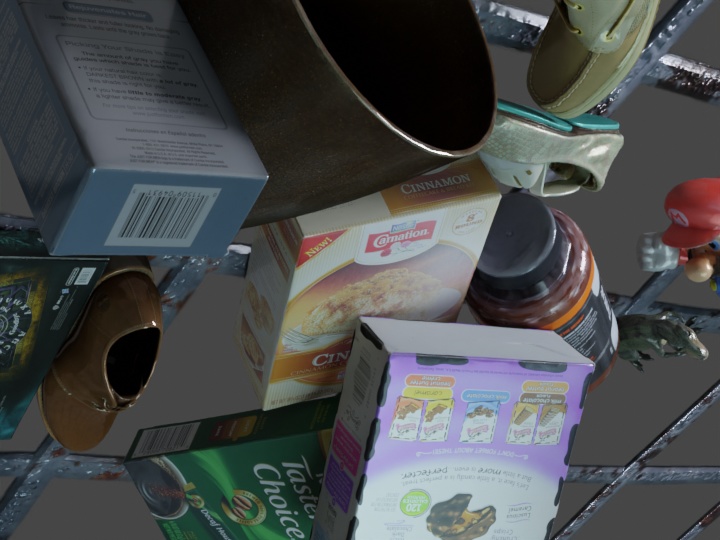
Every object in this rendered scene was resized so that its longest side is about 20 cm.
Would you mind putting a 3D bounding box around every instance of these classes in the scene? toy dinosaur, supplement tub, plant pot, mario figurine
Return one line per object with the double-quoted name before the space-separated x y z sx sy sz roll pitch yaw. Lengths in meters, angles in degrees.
"toy dinosaur" 0.233 0.058 1.414 0.087 0.048 0.199 11 170 -37
"supplement tub" 0.138 0.019 1.299 0.106 0.108 0.200 -29 148 2
"plant pot" -0.057 -0.104 0.939 0.199 0.189 0.186 -29 152 32
"mario figurine" 0.305 0.010 1.379 0.123 0.107 0.200 -28 124 20

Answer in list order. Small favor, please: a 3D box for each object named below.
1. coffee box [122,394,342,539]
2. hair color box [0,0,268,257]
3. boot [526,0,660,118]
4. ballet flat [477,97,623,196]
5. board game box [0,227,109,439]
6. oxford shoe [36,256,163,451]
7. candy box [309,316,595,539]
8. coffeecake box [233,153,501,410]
"coffee box" -0.073 0.167 1.288 0.198 0.044 0.124 -10 121 24
"hair color box" -0.134 -0.099 0.837 0.098 0.201 0.061 1 137 -37
"boot" 0.122 -0.184 1.032 0.154 0.073 0.201 0 137 -37
"ballet flat" 0.125 -0.082 1.155 0.199 0.067 0.063 2 107 -52
"board game box" -0.265 0.048 1.109 0.134 0.028 0.201 1 139 -37
"oxford shoe" -0.184 0.077 1.176 0.071 0.072 0.201 -10 146 -28
"candy box" 0.062 0.143 1.207 0.166 0.072 0.202 5 108 -24
"coffeecake box" 0.000 0.000 1.201 0.152 0.073 0.201 -12 144 -22
